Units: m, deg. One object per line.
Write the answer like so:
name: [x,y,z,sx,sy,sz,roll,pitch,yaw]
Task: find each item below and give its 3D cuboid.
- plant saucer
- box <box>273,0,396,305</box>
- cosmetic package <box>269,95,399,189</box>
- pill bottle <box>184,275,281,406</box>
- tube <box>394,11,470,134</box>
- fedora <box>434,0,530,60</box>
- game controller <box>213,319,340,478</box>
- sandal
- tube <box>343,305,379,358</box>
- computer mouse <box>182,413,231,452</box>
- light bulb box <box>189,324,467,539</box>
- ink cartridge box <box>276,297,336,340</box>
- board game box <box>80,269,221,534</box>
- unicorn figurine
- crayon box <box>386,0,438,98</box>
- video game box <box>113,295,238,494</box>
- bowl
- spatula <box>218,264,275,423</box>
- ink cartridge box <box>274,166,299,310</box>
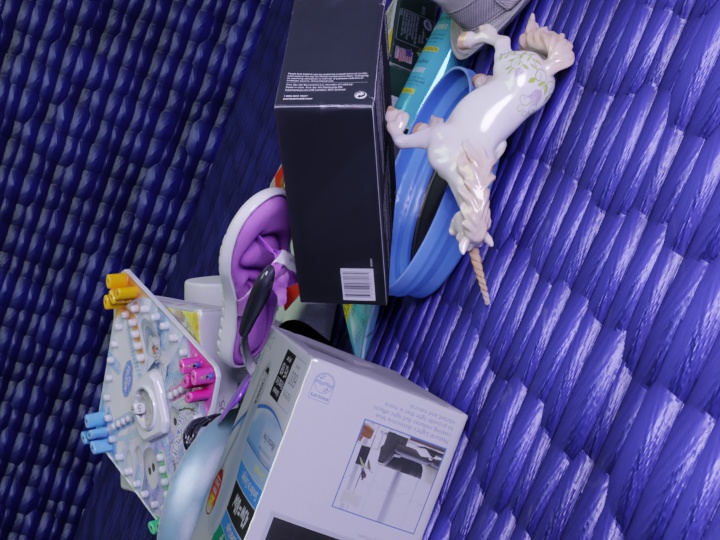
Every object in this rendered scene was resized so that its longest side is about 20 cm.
plant saucer: [-0.104,0.221,1.160,0.027,0.200,0.201,7,74,32]
box: [-0.015,-0.092,1.038,0.142,0.078,0.201,-81,-10,-46]
cosmetic package: [-0.025,-0.107,1.388,0.200,0.101,0.074,126,158,-47]
pill bottle: [-0.128,0.108,1.337,0.114,0.113,0.201,-163,71,-77]
tube: [0.088,-0.216,1.223,0.201,0.050,0.077,-66,24,-4]
fedora: [0.097,-0.282,1.101,0.200,0.090,0.178,-36,36,51]
game controller: [-0.063,0.142,1.140,0.042,0.104,0.201,-12,44,39]
sandal: [-0.075,0.011,1.081,0.082,0.050,0.203,-42,-23,-34]
tube: [0.000,0.000,1.234,0.200,0.050,0.078,-98,11,-53]
computer mouse: [-0.107,0.170,1.200,0.034,0.200,0.059,9,73,31]
light bulb box: [-0.033,0.164,0.981,0.198,0.124,0.201,-164,95,-77]
ink cartridge box: [-0.081,0.106,1.440,0.200,0.040,0.201,125,160,-48]
board game box: [-0.206,0.131,1.253,0.200,0.026,0.201,40,125,45]
unicorn figurine: [0.084,-0.100,0.961,0.201,0.074,0.137,-59,38,7]
crayon box: [0.019,-0.192,1.440,0.200,0.051,0.127,125,160,-47]
video game box: [-0.180,0.128,1.276,0.182,0.047,0.201,7,100,56]
bowl: [0.064,-0.071,1.108,0.201,0.039,0.202,-160,90,-76]
spatula: [-0.090,0.060,1.061,0.201,0.020,0.057,105,-168,-50]
ink cartridge box: [-0.062,-0.072,1.268,0.200,0.057,0.164,-41,48,52]
